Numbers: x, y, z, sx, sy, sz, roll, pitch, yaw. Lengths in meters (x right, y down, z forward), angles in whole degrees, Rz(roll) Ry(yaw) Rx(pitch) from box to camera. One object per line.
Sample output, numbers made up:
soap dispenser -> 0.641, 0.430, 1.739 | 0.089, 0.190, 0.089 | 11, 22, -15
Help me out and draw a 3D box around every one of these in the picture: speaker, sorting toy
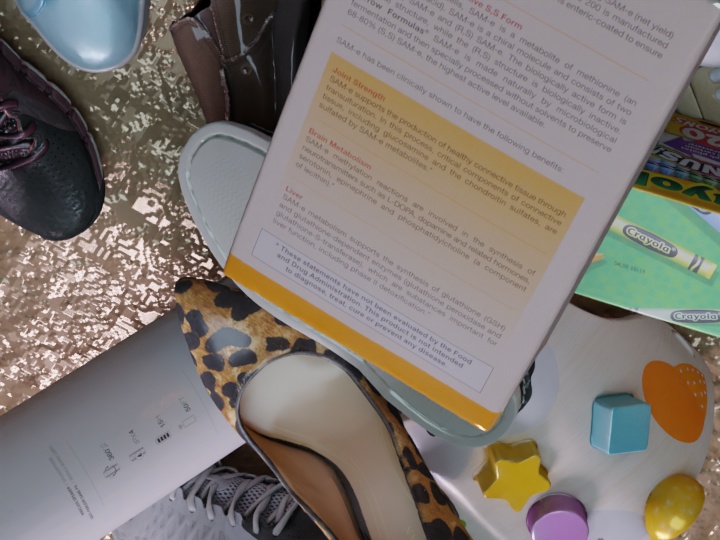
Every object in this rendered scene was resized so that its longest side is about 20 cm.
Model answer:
speaker -> -0.113, 0.077, 0.832 | 0.200, 0.081, 0.081 | -33, 119, -20
sorting toy -> 0.071, 0.084, 0.865 | 0.200, 0.107, 0.180 | -36, 123, 16

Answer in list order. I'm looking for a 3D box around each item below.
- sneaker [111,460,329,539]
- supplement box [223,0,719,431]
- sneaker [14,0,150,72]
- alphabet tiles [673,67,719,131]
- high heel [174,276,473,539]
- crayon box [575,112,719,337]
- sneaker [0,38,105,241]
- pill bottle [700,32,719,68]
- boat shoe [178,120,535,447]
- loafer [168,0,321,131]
sneaker -> -0.076, 0.121, 0.884 | 0.200, 0.075, 0.116 | -15, 100, 37
supplement box -> 0.043, -0.057, 0.602 | 0.126, 0.074, 0.200 | 31, 126, 9
sneaker -> -0.148, -0.174, 0.745 | 0.074, 0.082, 0.200 | -13, 118, 6
alphabet tiles -> 0.130, -0.121, 0.791 | 0.166, 0.006, 0.200 | -18, 106, 22
high heel -> -0.014, 0.086, 0.749 | 0.071, 0.143, 0.200 | -43, 103, 9
crayon box -> 0.150, -0.025, 0.756 | 0.200, 0.119, 0.058 | 17, 116, 8
sneaker -> -0.198, -0.075, 0.778 | 0.076, 0.116, 0.200 | -28, 115, 13
pill bottle -> 0.157, -0.162, 0.700 | 0.112, 0.112, 0.200 | 31, 119, -17
boat shoe -> 0.000, 0.000, 0.773 | 0.200, 0.060, 0.076 | 47, 122, -5
loafer -> -0.056, -0.111, 0.797 | 0.071, 0.073, 0.200 | 9, 114, 6
